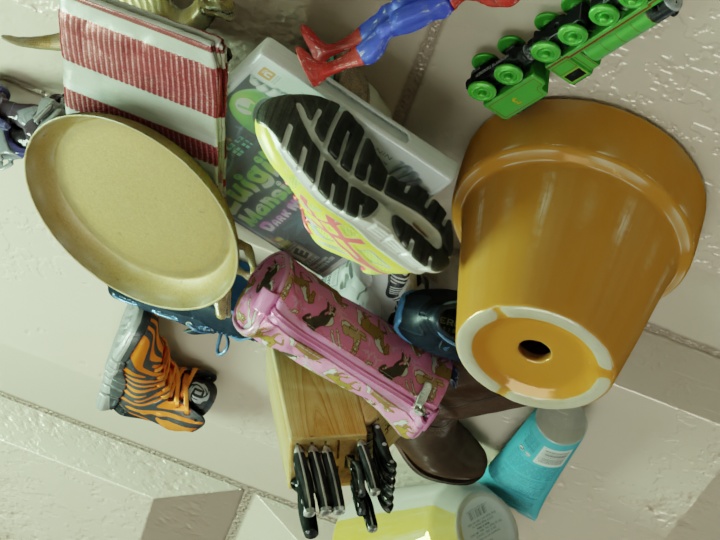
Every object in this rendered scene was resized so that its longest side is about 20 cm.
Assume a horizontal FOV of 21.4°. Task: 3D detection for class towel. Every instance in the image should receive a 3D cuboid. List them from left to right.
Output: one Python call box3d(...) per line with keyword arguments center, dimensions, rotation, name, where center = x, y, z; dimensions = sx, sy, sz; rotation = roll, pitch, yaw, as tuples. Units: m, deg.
box3d(center=(-0.168, -0.127, 1.488), dimensions=(0.144, 0.023, 0.200), rotation=(21, 140, 15), name="towel")

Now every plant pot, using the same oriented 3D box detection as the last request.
box3d(center=(-0.180, -0.051, 1.535), dimensions=(0.200, 0.027, 0.200), rotation=(20, 139, 19), name="plant pot")
box3d(center=(0.157, 0.000, 1.491), dimensions=(0.200, 0.183, 0.200), rotation=(12, 141, 10), name="plant pot")

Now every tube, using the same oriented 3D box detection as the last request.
box3d(center=(0.163, 0.186, 1.831), dimensions=(0.077, 0.050, 0.200), rotation=(32, 147, 4), name="tube")

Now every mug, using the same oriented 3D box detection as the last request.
box3d(center=(0.072, 0.290, 1.873), dimensions=(0.149, 0.187, 0.153), rotation=(31, 144, -28), name="mug")

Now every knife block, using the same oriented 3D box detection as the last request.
box3d(center=(-0.046, 0.149, 1.683), dimensions=(0.200, 0.176, 0.064), rotation=(26, 132, 25), name="knife block")

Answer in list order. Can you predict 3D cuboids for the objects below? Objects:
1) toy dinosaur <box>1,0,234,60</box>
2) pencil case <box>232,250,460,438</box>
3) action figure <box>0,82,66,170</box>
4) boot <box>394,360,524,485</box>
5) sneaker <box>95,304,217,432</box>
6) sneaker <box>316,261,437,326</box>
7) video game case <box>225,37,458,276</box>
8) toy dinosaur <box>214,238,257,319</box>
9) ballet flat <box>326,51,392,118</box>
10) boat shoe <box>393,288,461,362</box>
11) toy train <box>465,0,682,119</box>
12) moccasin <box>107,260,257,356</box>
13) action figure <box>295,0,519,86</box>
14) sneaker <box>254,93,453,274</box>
box3d(center=(-0.177, -0.181, 1.529), dimensions=(0.200, 0.058, 0.101), rotation=(-9, 118, 21), name="toy dinosaur")
box3d(center=(-0.014, 0.063, 1.607), dimensions=(0.200, 0.083, 0.087), rotation=(34, 151, -22), name="pencil case")
box3d(center=(-0.256, -0.117, 1.621), dimensions=(0.200, 0.069, 0.130), rotation=(6, 155, 28), name="action figure")
box3d(center=(0.109, 0.130, 1.748), dimensions=(0.186, 0.064, 0.200), rotation=(30, 145, -32), name="boot")
box3d(center=(-0.190, 0.094, 1.860), dimensions=(0.112, 0.078, 0.200), rotation=(18, 153, -4), name="sneaker")
box3d(center=(0.000, 0.000, 1.649), dimensions=(0.115, 0.075, 0.200), rotation=(4, 143, 15), name="sneaker")
box3d(center=(-0.050, -0.083, 1.510), dimensions=(0.182, 0.023, 0.200), rotation=(33, 143, -17), name="video game case")
box3d(center=(-0.136, -0.042, 1.655), dimensions=(0.101, 0.200, 0.058), rotation=(11, 125, -49), name="toy dinosaur")
box3d(center=(-0.011, -0.110, 1.543), dimensions=(0.067, 0.068, 0.200), rotation=(4, 148, -11), name="ballet flat")
box3d(center=(0.124, 0.061, 1.610), dimensions=(0.200, 0.084, 0.069), rotation=(3, -178, -31), name="boat shoe")
box3d(center=(0.157, -0.169, 1.407), dimensions=(0.056, 0.042, 0.200), rotation=(30, 142, -28), name="toy train")
box3d(center=(-0.141, 0.025, 1.750), dimensions=(0.200, 0.080, 0.068), rotation=(24, 129, 15), name="moccasin")
box3d(center=(0.040, -0.213, 1.367), dimensions=(0.200, 0.065, 0.099), rotation=(-19, 119, 13), name="action figure")
box3d(center=(-0.021, -0.054, 1.451), dimensions=(0.090, 0.078, 0.200), rotation=(-14, 133, 41), name="sneaker")
